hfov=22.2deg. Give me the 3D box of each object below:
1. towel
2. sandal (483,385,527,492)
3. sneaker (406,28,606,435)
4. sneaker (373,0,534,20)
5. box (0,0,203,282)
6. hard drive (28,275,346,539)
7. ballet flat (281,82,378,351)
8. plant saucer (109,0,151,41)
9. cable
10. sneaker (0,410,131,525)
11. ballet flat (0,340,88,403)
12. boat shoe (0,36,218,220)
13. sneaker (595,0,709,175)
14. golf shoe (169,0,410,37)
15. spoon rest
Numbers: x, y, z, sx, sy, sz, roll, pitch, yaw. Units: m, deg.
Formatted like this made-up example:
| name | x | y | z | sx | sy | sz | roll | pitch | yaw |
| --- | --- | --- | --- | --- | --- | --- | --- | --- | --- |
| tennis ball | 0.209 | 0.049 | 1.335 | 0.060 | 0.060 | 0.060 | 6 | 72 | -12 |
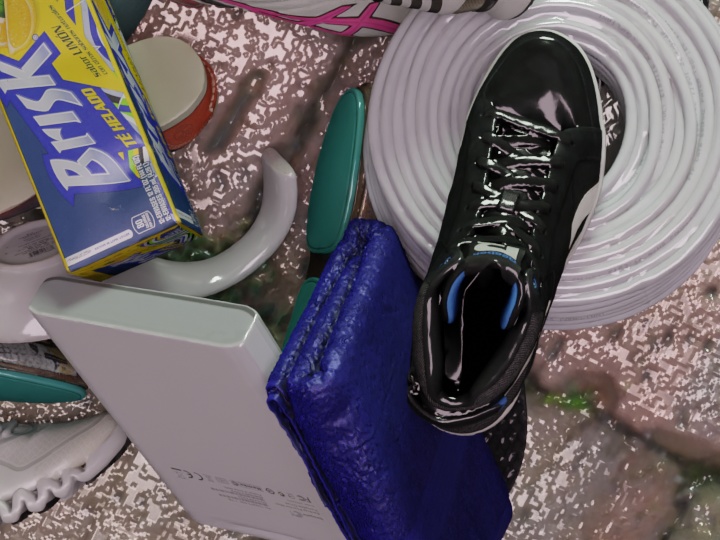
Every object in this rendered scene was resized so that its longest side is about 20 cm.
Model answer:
| name | x | y | z | sx | sy | sz | roll | pitch | yaw |
| --- | --- | --- | --- | --- | --- | --- | --- | --- | --- |
| towel | 0.017 | 0.092 | 0.926 | 0.049 | 0.148 | 0.201 | -11 | 120 | 21 |
| sandal | 0.058 | 0.053 | 1.036 | 0.074 | 0.045 | 0.202 | 8 | 92 | -17 |
| sneaker | 0.072 | -0.022 | 0.849 | 0.072 | 0.112 | 0.202 | 14 | 86 | 5 |
| sneaker | 0.032 | -0.221 | 0.862 | 0.114 | 0.076 | 0.203 | -2 | 98 | -27 |
| box | -0.149 | -0.099 | 0.928 | 0.064 | 0.070 | 0.202 | -24 | 84 | 3 |
| hard drive | -0.073 | 0.081 | 0.952 | 0.131 | 0.201 | 0.026 | 8 | 56 | 30 |
| ballet flat | 0.000 | 0.000 | 1.016 | 0.067 | 0.068 | 0.202 | 13 | 92 | -25 |
| plant saucer | -0.204 | -0.189 | 0.989 | 0.198 | 0.036 | 0.202 | 0 | 99 | -3 |
| cable | 0.100 | -0.069 | 0.943 | 0.200 | 0.069 | 0.200 | -39 | 82 | -2 |
| sneaker | -0.225 | 0.109 | 1.018 | 0.198 | 0.075 | 0.082 | -18 | 90 | -1 |
| ballet flat | -0.246 | 0.037 | 1.009 | 0.198 | 0.072 | 0.073 | 0 | 99 | -4 |
| boat shoe | -0.171 | -0.070 | 0.995 | 0.198 | 0.063 | 0.072 | -21 | 81 | 1 |
| sneaker | 0.147 | -0.088 | 1.014 | 0.071 | 0.072 | 0.202 | 12 | 84 | 6 |
| golf shoe | -0.019 | -0.161 | 0.971 | 0.198 | 0.092 | 0.073 | 1 | 98 | -12 |
| spoon rest | -0.126 | -0.005 | 0.999 | 0.198 | 0.099 | 0.061 | -20 | 121 | -13 |
